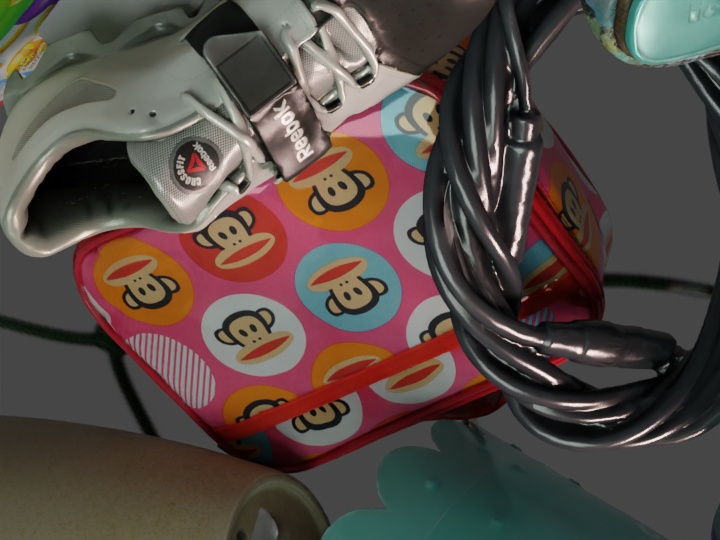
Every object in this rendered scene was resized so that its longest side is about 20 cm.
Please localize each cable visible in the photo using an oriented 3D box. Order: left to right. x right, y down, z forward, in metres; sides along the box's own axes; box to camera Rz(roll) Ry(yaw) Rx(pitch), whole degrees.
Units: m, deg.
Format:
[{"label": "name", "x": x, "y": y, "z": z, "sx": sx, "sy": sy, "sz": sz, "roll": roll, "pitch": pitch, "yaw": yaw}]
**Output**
[{"label": "cable", "x": 0.092, "y": -0.030, "z": 0.748, "sx": 0.163, "sy": 0.051, "sz": 0.200, "roll": -42, "pitch": 119, "yaw": -9}]

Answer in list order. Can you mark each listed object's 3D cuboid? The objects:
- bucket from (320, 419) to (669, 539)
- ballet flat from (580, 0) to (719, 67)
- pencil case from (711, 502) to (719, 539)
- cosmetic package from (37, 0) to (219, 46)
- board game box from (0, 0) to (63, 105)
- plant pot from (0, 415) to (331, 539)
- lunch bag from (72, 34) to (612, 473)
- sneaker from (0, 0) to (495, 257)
[{"label": "bucket", "x": 0.057, "y": 0.176, "z": 0.820, "sx": 0.134, "sy": 0.207, "sz": 0.209, "roll": 26, "pitch": 131, "yaw": 24}, {"label": "ballet flat", "x": 0.161, "y": -0.118, "z": 0.699, "sx": 0.198, "sy": 0.074, "sz": 0.075, "roll": -8, "pitch": 130, "yaw": -23}, {"label": "pencil case", "x": 0.185, "y": 0.073, "z": 0.774, "sx": 0.084, "sy": 0.093, "sz": 0.200, "roll": -11, "pitch": 151, "yaw": -3}, {"label": "cosmetic package", "x": -0.028, "y": -0.137, "z": 0.727, "sx": 0.051, "sy": 0.082, "sz": 0.200, "roll": 53, "pitch": 125, "yaw": 11}, {"label": "board game box", "x": -0.194, "y": -0.107, "z": 0.708, "sx": 0.105, "sy": 0.200, "sz": 0.103, "roll": 49, "pitch": 125, "yaw": 9}, {"label": "plant pot", "x": -0.114, "y": 0.145, "z": 0.870, "sx": 0.199, "sy": 0.188, "sz": 0.188, "roll": -10, "pitch": 122, "yaw": 31}, {"label": "lunch bag", "x": 0.000, "y": 0.000, "z": 0.830, "sx": 0.199, "sy": 0.082, "sz": 0.176, "roll": -25, "pitch": 120, "yaw": 28}, {"label": "sneaker", "x": -0.039, "y": -0.056, "z": 0.685, "sx": 0.199, "sy": 0.089, "sz": 0.074, "roll": -24, "pitch": 126, "yaw": 21}]
